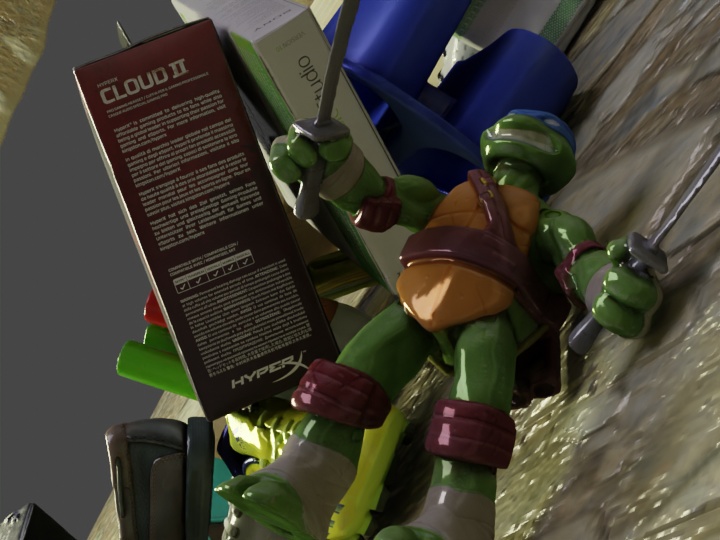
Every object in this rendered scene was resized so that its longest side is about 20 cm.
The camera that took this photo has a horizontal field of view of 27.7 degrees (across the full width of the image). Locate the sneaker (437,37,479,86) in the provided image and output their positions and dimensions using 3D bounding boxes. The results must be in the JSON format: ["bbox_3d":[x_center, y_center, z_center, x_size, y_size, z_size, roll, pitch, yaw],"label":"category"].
[{"bbox_3d":[0.079,-0.149,0.934,0.201,0.079,0.074,-59,8,21],"label":"sneaker"}]

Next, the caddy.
[{"bbox_3d":[0.032,-0.091,0.806,0.105,0.141,0.200,-55,7,-4],"label":"caddy"}]

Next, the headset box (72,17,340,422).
[{"bbox_3d":[-0.084,-0.032,0.757,0.074,0.202,0.149,-21,2,-8],"label":"headset box"}]

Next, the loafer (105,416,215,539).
[{"bbox_3d":[-0.121,0.178,0.834,0.072,0.062,0.203,-120,36,-75],"label":"loafer"}]

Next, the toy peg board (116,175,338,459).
[{"bbox_3d":[-0.087,-0.001,1.027,0.200,0.097,0.201,-40,-36,-73],"label":"toy peg board"}]

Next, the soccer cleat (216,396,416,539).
[{"bbox_3d":[-0.031,0.093,0.732,0.065,0.083,0.200,-63,8,-16],"label":"soccer cleat"}]

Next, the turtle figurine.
[{"bbox_3d":[0.026,0.000,0.509,0.200,0.143,0.196,131,163,-70],"label":"turtle figurine"}]

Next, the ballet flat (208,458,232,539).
[{"bbox_3d":[-0.106,0.190,0.975,0.071,0.070,0.201,-55,7,31],"label":"ballet flat"}]

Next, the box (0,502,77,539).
[{"bbox_3d":[-0.245,0.277,0.972,0.199,0.148,0.105,-36,23,19],"label":"box"}]

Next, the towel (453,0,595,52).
[{"bbox_3d":[0.062,-0.214,0.839,0.150,0.199,0.031,-57,16,21],"label":"towel"}]

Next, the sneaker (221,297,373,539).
[{"bbox_3d":[-0.058,0.107,0.868,0.202,0.084,0.073,-63,10,-7],"label":"sneaker"}]

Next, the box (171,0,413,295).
[{"bbox_3d":[-0.033,-0.079,0.764,0.036,0.145,0.200,-32,23,-6],"label":"box"}]

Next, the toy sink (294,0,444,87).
[{"bbox_3d":[0.038,-0.225,1.028,0.131,0.199,0.112,-61,8,-19],"label":"toy sink"}]

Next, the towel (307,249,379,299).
[{"bbox_3d":[0.000,0.000,0.886,0.085,0.018,0.200,-20,-4,-9],"label":"towel"}]
